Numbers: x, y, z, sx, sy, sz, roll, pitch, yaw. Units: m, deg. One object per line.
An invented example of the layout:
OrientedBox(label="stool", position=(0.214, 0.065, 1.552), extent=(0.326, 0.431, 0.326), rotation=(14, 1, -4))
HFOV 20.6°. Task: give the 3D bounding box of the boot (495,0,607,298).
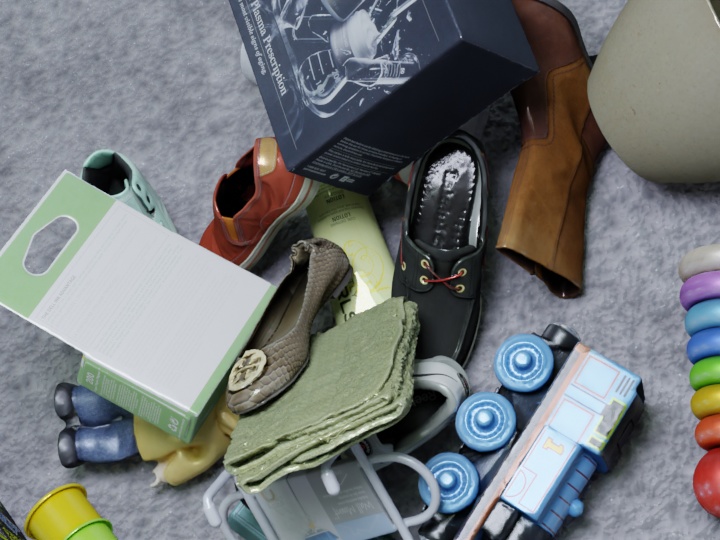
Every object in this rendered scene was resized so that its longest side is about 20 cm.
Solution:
OrientedBox(label="boot", position=(0.126, -0.102, 1.551), extent=(0.068, 0.188, 0.201), rotation=(-2, 62, 36))

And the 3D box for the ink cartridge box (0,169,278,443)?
OrientedBox(label="ink cartridge box", position=(-0.182, 0.026, 1.548), extent=(0.199, 0.048, 0.146), rotation=(28, 52, 5))

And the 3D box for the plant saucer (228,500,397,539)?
OrientedBox(label="plant saucer", position=(-0.016, 0.217, 1.529), extent=(0.200, 0.019, 0.070), rotation=(32, 77, 30))

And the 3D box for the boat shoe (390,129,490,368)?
OrientedBox(label="boat shoe", position=(0.061, -0.010, 1.550), extent=(0.073, 0.063, 0.203), rotation=(7, 92, 6))

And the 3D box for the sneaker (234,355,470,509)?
OrientedBox(label="sneaker", position=(-0.011, 0.125, 1.503), extent=(0.199, 0.089, 0.074), rotation=(-30, 92, 5))

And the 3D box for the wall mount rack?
OrientedBox(label="wall mount rack", position=(-0.024, 0.215, 1.467), extent=(0.199, 0.174, 0.075), rotation=(-19, 18, 33))

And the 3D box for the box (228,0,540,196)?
OrientedBox(label="box", position=(0.010, -0.194, 1.513), extent=(0.182, 0.104, 0.201), rotation=(-35, 60, 28))

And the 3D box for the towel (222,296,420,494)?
OrientedBox(label="towel", position=(-0.024, 0.090, 1.464), extent=(0.148, 0.037, 0.200), rotation=(-25, 19, 13))

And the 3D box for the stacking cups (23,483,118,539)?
OrientedBox(label="stacking cups", position=(-0.184, 0.257, 1.550), extent=(0.060, 0.061, 0.200), rotation=(-41, 64, -5))

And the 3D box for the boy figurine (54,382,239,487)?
OrientedBox(label="boy figurine", position=(-0.146, 0.109, 1.593), extent=(0.199, 0.064, 0.125), rotation=(-9, 84, 12))

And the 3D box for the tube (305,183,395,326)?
OrientedBox(label="tube", position=(0.000, 0.000, 1.615), extent=(0.058, 0.052, 0.201), rotation=(-37, 61, 38))

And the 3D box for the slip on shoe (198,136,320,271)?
OrientedBox(label="slip on shoe", position=(-0.094, -0.054, 1.606), extent=(0.061, 0.200, 0.074), rotation=(12, 63, -22))

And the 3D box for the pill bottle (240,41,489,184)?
OrientedBox(label="pill bottle", position=(0.000, -0.155, 1.654), extent=(0.199, 0.111, 0.112), rotation=(29, 76, 28))

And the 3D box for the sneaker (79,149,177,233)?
OrientedBox(label="sneaker", position=(-0.182, -0.007, 1.637), extent=(0.074, 0.118, 0.201), rotation=(-28, 60, 1))

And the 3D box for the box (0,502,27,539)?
OrientedBox(label="box", position=(-0.337, 0.169, 1.554), extent=(0.044, 0.200, 0.160), rotation=(-40, 60, -3))

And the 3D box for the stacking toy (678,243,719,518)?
OrientedBox(label="stacking toy", position=(0.274, 0.086, 1.470), extent=(0.085, 0.085, 0.201), rotation=(0, 71, 18))

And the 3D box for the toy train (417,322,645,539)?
OrientedBox(label="toy train", position=(0.126, 0.137, 1.483), extent=(0.114, 0.087, 0.200), rotation=(29, 79, 20))

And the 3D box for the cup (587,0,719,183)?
OrientedBox(label="cup", position=(0.261, -0.146, 1.534), extent=(0.143, 0.200, 0.201), rotation=(-34, 55, 30))

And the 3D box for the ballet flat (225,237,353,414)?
OrientedBox(label="ballet flat", position=(-0.059, 0.036, 1.517), extent=(0.067, 0.046, 0.200), rotation=(-15, 28, 33))
